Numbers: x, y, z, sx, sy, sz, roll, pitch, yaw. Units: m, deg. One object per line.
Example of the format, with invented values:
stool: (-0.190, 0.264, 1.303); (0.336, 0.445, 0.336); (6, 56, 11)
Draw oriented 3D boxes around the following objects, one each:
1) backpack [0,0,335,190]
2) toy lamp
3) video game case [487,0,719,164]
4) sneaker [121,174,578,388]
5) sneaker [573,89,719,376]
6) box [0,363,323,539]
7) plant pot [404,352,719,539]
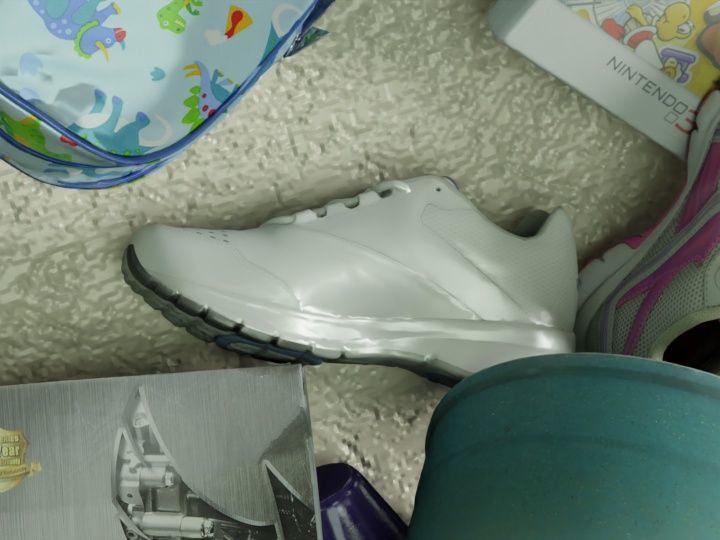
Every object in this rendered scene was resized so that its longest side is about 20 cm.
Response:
backpack: (-0.079, -0.127, 0.622); (0.163, 0.154, 0.200); (38, 105, -28)
toy lamp: (0.019, 0.175, 0.768); (0.058, 0.058, 0.200); (-25, 111, -8)
video game case: (0.179, -0.129, 0.693); (0.182, 0.023, 0.200); (27, 116, -34)
sneaker: (0.000, 0.000, 0.716); (0.200, 0.074, 0.087); (9, 84, -20)
sneaker: (0.166, -0.008, 0.714); (0.081, 0.088, 0.200); (19, 117, -30)
box: (-0.114, 0.123, 0.676); (0.200, 0.048, 0.159); (-3, 80, -10)
plant pot: (0.092, 0.165, 0.660); (0.200, 0.200, 0.188); (40, 53, -22)
